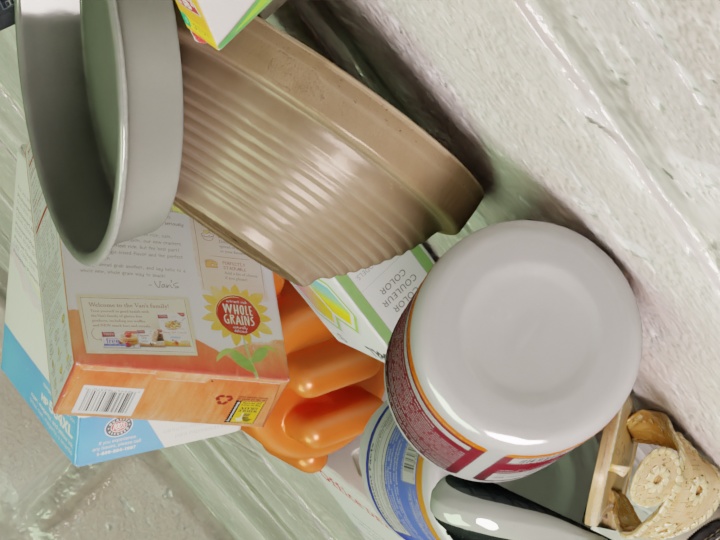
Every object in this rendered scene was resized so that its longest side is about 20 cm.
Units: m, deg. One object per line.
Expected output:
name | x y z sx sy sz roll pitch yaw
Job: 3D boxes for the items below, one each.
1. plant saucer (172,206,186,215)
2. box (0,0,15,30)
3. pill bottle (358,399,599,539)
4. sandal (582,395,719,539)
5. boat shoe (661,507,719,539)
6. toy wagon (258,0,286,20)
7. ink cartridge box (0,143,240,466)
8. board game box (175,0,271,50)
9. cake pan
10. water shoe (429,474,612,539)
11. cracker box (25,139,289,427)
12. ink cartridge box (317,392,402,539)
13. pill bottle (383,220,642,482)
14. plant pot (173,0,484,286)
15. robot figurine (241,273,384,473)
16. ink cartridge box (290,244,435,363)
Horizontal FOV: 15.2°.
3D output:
plant saucer | -0.153 -0.137 1.556 0.200 0.048 0.201 46 159 40
box | -0.231 -0.195 1.378 0.200 0.157 0.051 69 174 -52
pill bottle | 0.064 0.120 1.642 0.112 0.112 0.200 48 169 -10
sandal | 0.158 0.108 1.429 0.069 0.078 0.212 13 171 6
boat shoe | 0.211 0.208 1.513 0.063 0.073 0.200 42 164 36
toy wagon | -0.111 -0.206 1.346 0.200 0.040 0.155 43 168 19
ink cartridge box | -0.150 0.003 1.773 0.125 0.128 0.201 47 139 45
board game box | -0.051 -0.169 1.103 0.030 0.096 0.200 41 167 24
cake pan | -0.130 -0.104 1.334 0.200 0.036 0.202 172 90 -70
water shoe | 0.093 0.169 1.466 0.071 0.079 0.200 23 176 36
cracker box | -0.125 -0.006 1.630 0.058 0.133 0.201 121 147 -48
ink cartridge box | 0.062 0.185 1.945 0.145 0.088 0.200 34 165 48
pill bottle | 0.070 0.047 1.361 0.113 0.113 0.200 46 169 3
plant pot | -0.043 -0.056 1.367 0.200 0.093 0.201 32 176 3
robot figurine | -0.057 0.057 1.878 0.144 0.117 0.200 41 173 -34
ink cartridge box | 0.000 0.000 1.597 0.200 0.059 0.104 51 168 -22
